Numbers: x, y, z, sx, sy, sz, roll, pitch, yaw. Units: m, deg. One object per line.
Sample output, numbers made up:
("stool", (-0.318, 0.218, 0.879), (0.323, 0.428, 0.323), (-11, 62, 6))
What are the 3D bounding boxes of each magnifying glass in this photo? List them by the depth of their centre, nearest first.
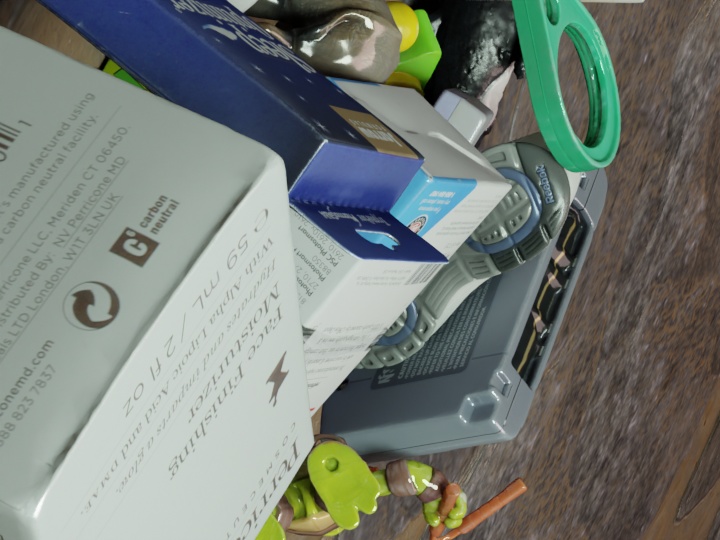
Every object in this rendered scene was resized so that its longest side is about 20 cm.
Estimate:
("magnifying glass", (0.088, -0.138, 1.348), (0.201, 0.022, 0.080), (64, 32, -28))

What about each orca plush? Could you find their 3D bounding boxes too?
("orca plush", (0.035, -0.111, 1.489), (0.201, 0.071, 0.105), (-64, -151, 23))

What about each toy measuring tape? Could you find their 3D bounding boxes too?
("toy measuring tape", (-0.015, -0.073, 1.373), (0.074, 0.073, 0.200), (-55, 176, -33))

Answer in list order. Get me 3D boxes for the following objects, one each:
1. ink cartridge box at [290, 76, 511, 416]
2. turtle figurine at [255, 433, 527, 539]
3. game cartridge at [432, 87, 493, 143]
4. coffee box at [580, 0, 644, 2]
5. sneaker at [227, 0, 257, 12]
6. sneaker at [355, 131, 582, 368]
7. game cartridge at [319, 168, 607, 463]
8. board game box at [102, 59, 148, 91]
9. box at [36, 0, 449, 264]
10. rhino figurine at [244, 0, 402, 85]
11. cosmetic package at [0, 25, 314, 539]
("ink cartridge box", (-0.036, 0.014, 1.170), (0.200, 0.068, 0.116), (-49, 165, 14))
("turtle figurine", (-0.015, 0.115, 1.396), (0.161, 0.198, 0.065), (52, 29, -82))
("game cartridge", (0.000, 0.000, 1.329), (0.201, 0.038, 0.130), (-58, 174, 5))
("coffee box", (0.104, -0.243, 1.375), (0.114, 0.080, 0.201), (-3, 121, -26))
("sneaker", (-0.056, -0.184, 1.101), (0.200, 0.112, 0.073), (-42, -154, 20))
("sneaker", (0.046, -0.011, 1.451), (0.199, 0.075, 0.087), (-30, -177, 32))
("game cartridge", (0.053, 0.022, 1.490), (0.041, 0.133, 0.201), (54, 43, -33))
("board game box", (-0.095, -0.003, 1.224), (0.102, 0.047, 0.200), (-61, 161, -19))
("box", (-0.050, -0.073, 1.023), (0.032, 0.200, 0.121), (-53, 165, 11))
("rhino figurine", (-0.029, -0.078, 1.235), (0.200, 0.087, 0.060), (102, -13, -70))
("cosmetic package", (-0.129, 0.042, 0.988), (0.165, 0.164, 0.200), (-56, 159, -27))
